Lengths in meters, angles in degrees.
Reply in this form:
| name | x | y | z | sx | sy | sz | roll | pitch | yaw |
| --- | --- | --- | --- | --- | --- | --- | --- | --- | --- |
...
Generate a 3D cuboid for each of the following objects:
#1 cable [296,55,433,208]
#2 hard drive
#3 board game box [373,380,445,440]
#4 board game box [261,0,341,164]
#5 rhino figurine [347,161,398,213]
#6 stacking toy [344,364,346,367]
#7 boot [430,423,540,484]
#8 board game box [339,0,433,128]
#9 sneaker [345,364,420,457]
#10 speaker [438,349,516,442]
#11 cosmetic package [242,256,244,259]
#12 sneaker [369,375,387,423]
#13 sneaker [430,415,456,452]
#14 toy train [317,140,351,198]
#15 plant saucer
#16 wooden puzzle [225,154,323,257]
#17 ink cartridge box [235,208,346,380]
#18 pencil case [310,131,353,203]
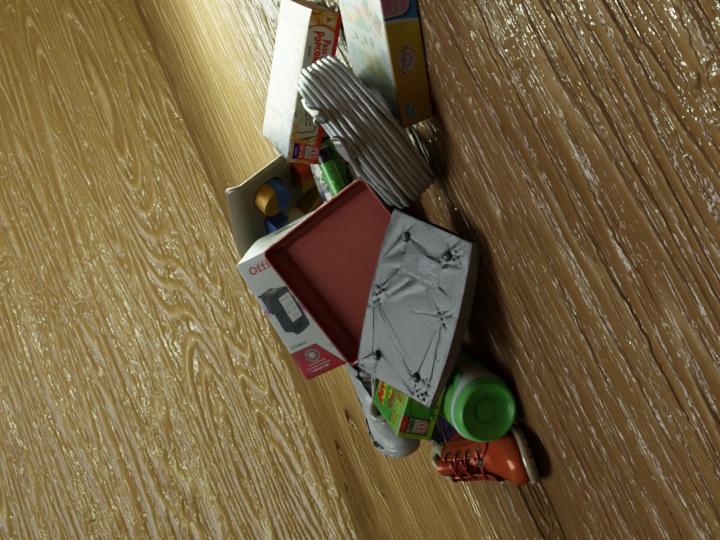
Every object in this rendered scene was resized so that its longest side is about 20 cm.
| name | x | y | z | sx | sy | sz | roll | pitch | yaw |
| --- | --- | --- | --- | --- | --- | --- | --- | --- | --- |
| cable | 0.005 | -0.163 | 1.345 | 0.200 | 0.069 | 0.200 | 45 | -172 | -40 |
| hard drive | 0.070 | 0.042 | 1.353 | 0.134 | 0.042 | 0.202 | 26 | 110 | 39 |
| board game box | 0.076 | 0.095 | 1.438 | 0.102 | 0.047 | 0.202 | -134 | 57 | -66 |
| board game box | -0.084 | -0.262 | 1.584 | 0.152 | 0.046 | 0.202 | -133 | 50 | -63 |
| rhino figurine | 0.024 | -0.094 | 1.563 | 0.088 | 0.059 | 0.201 | -119 | 9 | -50 |
| stacking toy | 0.033 | 0.095 | 1.806 | 0.117 | 0.110 | 0.200 | 55 | 160 | -11 |
| boot | 0.154 | 0.239 | 1.450 | 0.200 | 0.106 | 0.076 | 179 | 71 | -76 |
| board game box | 0.020 | -0.281 | 1.286 | 0.153 | 0.040 | 0.201 | -124 | 17 | -48 |
| sneaker | 0.025 | 0.178 | 1.705 | 0.201 | 0.074 | 0.116 | -117 | 5 | -50 |
| speaker | 0.126 | 0.152 | 1.472 | 0.200 | 0.088 | 0.089 | -149 | 38 | -72 |
| cosmetic package | -0.073 | -0.013 | 1.804 | 0.102 | 0.198 | 0.075 | -139 | 29 | -67 |
| sneaker | 0.055 | 0.118 | 1.577 | 0.074 | 0.086 | 0.203 | 13 | 99 | 29 |
| sneaker | 0.099 | 0.190 | 1.657 | 0.200 | 0.087 | 0.076 | -130 | 21 | -59 |
| toy train | -0.016 | -0.089 | 1.614 | 0.202 | 0.041 | 0.056 | 64 | -171 | -3 |
| plant saucer | 0.000 | 0.000 | 1.537 | 0.201 | 0.199 | 0.037 | 52 | -147 | -6 |
| wooden puzzle | -0.109 | -0.113 | 1.808 | 0.046 | 0.199 | 0.186 | 46 | 160 | 25 |
| ink cartridge box | -0.061 | 0.032 | 1.649 | 0.201 | 0.145 | 0.083 | 58 | -153 | -13 |
| pencil case | -0.029 | -0.122 | 1.680 | 0.202 | 0.089 | 0.078 | 69 | -162 | -4 |
